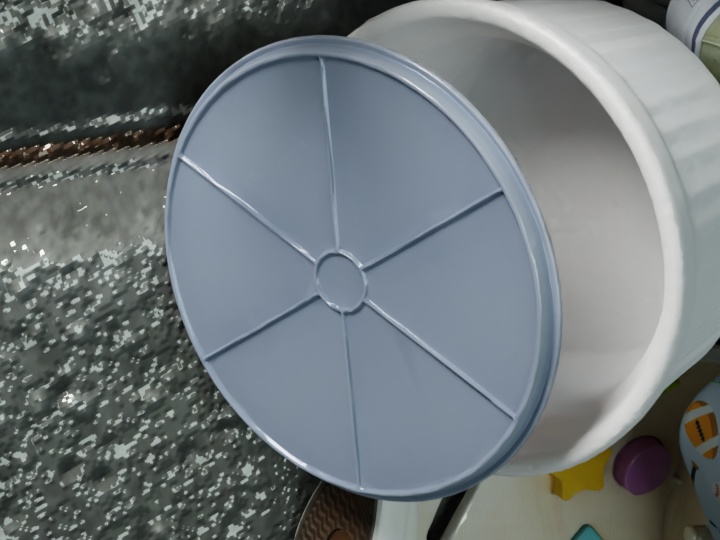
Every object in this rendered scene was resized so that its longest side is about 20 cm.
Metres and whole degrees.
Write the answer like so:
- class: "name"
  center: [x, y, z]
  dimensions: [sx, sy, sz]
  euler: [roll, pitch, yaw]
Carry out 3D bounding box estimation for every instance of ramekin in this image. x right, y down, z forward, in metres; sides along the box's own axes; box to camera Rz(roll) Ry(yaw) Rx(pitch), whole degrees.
- class: "ramekin"
  center: [0.072, -0.022, 0.724]
  dimensions: [0.098, 0.200, 0.202]
  euler: [-21, 117, -47]

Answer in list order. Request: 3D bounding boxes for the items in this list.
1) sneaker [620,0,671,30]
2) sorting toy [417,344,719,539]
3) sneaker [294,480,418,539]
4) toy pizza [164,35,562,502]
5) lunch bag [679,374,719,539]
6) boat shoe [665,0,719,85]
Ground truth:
- class: "sneaker"
  center: [0.197, -0.116, 0.840]
  dimensions: [0.199, 0.080, 0.087]
  euler: [0, 126, -28]
- class: "sorting toy"
  center: [0.112, 0.106, 0.851]
  dimensions: [0.179, 0.107, 0.201]
  euler: [7, 111, -19]
- class: "sneaker"
  center: [0.011, 0.172, 0.827]
  dimensions: [0.084, 0.073, 0.201]
  euler: [-2, 118, -27]
- class: "toy pizza"
  center: [0.000, 0.000, 0.703]
  dimensions: [0.032, 0.199, 0.201]
  euler: [-28, 120, -50]
- class: "lunch bag"
  center: [0.244, 0.076, 0.782]
  dimensions: [0.200, 0.076, 0.161]
  euler: [-34, 124, -13]
- class: "boat shoe"
  center: [0.180, -0.062, 0.764]
  dimensions: [0.072, 0.062, 0.200]
  euler: [-28, 148, 8]
